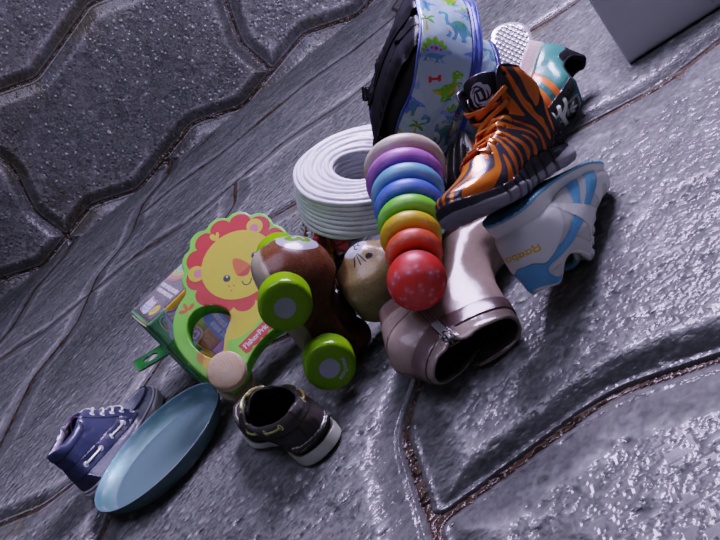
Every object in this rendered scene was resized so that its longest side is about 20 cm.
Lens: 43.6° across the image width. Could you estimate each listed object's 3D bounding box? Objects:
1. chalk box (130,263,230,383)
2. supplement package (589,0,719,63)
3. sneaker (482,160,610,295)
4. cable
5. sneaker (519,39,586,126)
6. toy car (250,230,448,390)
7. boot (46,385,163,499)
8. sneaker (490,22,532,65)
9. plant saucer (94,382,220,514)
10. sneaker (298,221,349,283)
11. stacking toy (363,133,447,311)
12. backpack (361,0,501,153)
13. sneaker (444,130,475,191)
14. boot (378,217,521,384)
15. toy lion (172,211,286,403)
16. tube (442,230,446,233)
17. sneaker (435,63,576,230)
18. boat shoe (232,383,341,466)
[{"bbox_3d":[-0.232,0.072,1.260,0.200,0.124,0.124,-46,22,-12],"label":"chalk box"},{"bbox_3d":[0.377,-0.368,1.085,0.199,0.117,0.118,-30,22,24],"label":"supplement package"},{"bbox_3d":[0.181,-0.044,0.831,0.076,0.081,0.200,-24,6,41],"label":"sneaker"},{"bbox_3d":[0.007,-0.122,1.207,0.198,0.070,0.201,-4,38,10],"label":"cable"},{"bbox_3d":[0.219,-0.191,1.065,0.079,0.072,0.201,9,63,17],"label":"sneaker"},{"bbox_3d":[0.000,0.000,0.953,0.199,0.158,0.164,-33,20,5],"label":"toy car"},{"bbox_3d":[-0.341,0.206,1.219,0.073,0.090,0.200,-30,23,27],"label":"boot"},{"bbox_3d":[0.204,-0.226,1.175,0.078,0.080,0.201,0,57,9],"label":"sneaker"},{"bbox_3d":[-0.242,0.221,1.105,0.200,0.027,0.200,-35,21,15],"label":"plant saucer"},{"bbox_3d":[-0.071,-0.022,1.232,0.082,0.078,0.200,-38,17,22],"label":"sneaker"},{"bbox_3d":[0.047,-0.040,0.857,0.085,0.085,0.201,-30,38,26],"label":"stacking toy"},{"bbox_3d":[0.093,-0.232,1.106,0.201,0.146,0.184,108,163,-48],"label":"backpack"},{"bbox_3d":[0.131,-0.089,0.981,0.070,0.090,0.200,-54,10,23],"label":"sneaker"},{"bbox_3d":[0.106,0.027,0.841,0.200,0.070,0.146,-41,27,-6],"label":"boot"},{"bbox_3d":[-0.153,0.031,1.111,0.200,0.191,0.069,-46,-21,-12],"label":"toy lion"},{"bbox_3d":[0.096,-0.039,1.018,0.077,0.051,0.200,-32,16,0],"label":"tube"},{"bbox_3d":[0.109,-0.113,0.795,0.077,0.113,0.200,-24,6,42],"label":"sneaker"},{"bbox_3d":[-0.089,0.146,0.933,0.072,0.061,0.201,-48,21,-20],"label":"boat shoe"}]
